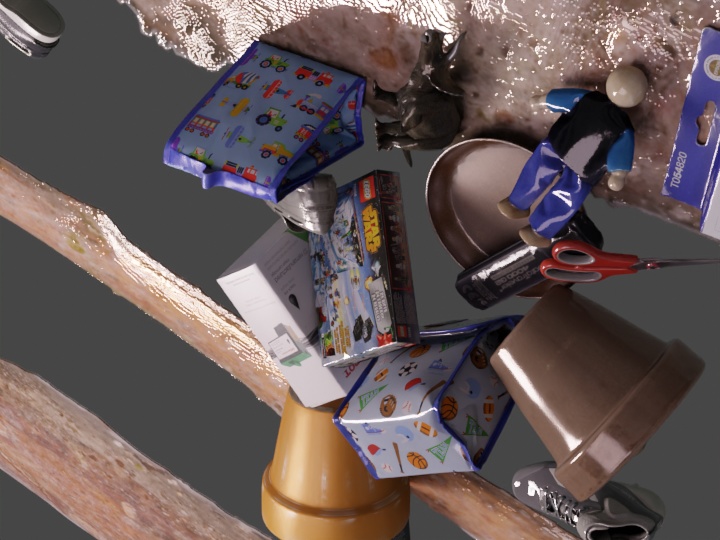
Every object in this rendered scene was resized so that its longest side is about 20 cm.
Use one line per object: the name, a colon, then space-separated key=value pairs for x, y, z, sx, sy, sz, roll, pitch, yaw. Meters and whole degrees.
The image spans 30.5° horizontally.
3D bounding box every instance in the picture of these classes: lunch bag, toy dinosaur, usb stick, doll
lunch bag: x=0.090 y=0.127 z=1.516 sx=0.169 sy=0.200 sz=0.124 roll=-10 pitch=122 yaw=44
lunch bag: x=-0.108 y=-0.150 z=1.443 sx=0.150 sy=0.200 sz=0.095 roll=22 pitch=135 yaw=23
toy dinosaur: x=0.066 y=-0.156 z=1.389 sx=0.101 sy=0.077 sz=0.201 roll=-5 pitch=142 yaw=3
usb stick: x=0.178 y=-0.008 z=1.413 sx=0.055 sy=0.033 sz=0.200 roll=43 pitch=140 yaw=-13
doll: x=0.209 y=-0.121 z=1.294 sx=0.137 sy=0.048 sz=0.200 roll=55 pitch=128 yaw=25

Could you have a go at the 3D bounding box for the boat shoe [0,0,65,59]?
boat shoe: x=-0.464 y=-0.348 z=1.664 sx=0.200 sy=0.076 sz=0.060 roll=47 pitch=134 yaw=-2

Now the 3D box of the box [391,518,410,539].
box: x=-0.016 y=0.386 z=1.893 sx=0.148 sy=0.107 sz=0.201 roll=18 pitch=133 yaw=28

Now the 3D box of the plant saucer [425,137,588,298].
plant saucer: x=0.163 y=-0.061 z=1.427 sx=0.199 sy=0.032 sz=0.201 roll=22 pitch=136 yaw=23

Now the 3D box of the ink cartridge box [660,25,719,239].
ink cartridge box: x=0.379 y=-0.102 z=1.208 sx=0.199 sy=0.041 sz=0.201 roll=24 pitch=136 yaw=22

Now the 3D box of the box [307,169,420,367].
box: x=0.000 y=0.000 z=1.520 sx=0.136 sy=0.040 sz=0.202 roll=-21 pitch=71 yaw=48

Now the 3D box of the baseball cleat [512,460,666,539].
baseball cleat: x=0.260 y=0.281 z=1.580 sx=0.199 sy=0.106 sz=0.070 roll=3 pitch=112 yaw=31

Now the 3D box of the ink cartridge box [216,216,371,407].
ink cartridge box: x=-0.058 y=0.042 z=1.608 sx=0.084 sy=0.146 sz=0.201 roll=-20 pitch=110 yaw=45

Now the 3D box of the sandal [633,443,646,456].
sandal: x=0.250 y=0.139 z=1.507 sx=0.080 sy=0.054 sz=0.201 roll=-20 pitch=109 yaw=47

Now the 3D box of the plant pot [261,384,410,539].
plant pot: x=-0.032 y=0.237 z=1.734 sx=0.199 sy=0.200 sz=0.185 roll=14 pitch=115 yaw=30

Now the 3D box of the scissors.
scissors: x=0.284 y=-0.005 z=1.345 sx=0.198 sy=0.014 sz=0.073 roll=4 pitch=149 yaw=2

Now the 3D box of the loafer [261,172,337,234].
loafer: x=-0.076 y=-0.079 z=1.525 sx=0.200 sy=0.069 sz=0.070 roll=-156 pitch=62 yaw=-72

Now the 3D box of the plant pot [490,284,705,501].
plant pot: x=0.233 y=0.114 z=1.392 sx=0.174 sy=0.200 sz=0.201 roll=41 pitch=140 yaw=8
